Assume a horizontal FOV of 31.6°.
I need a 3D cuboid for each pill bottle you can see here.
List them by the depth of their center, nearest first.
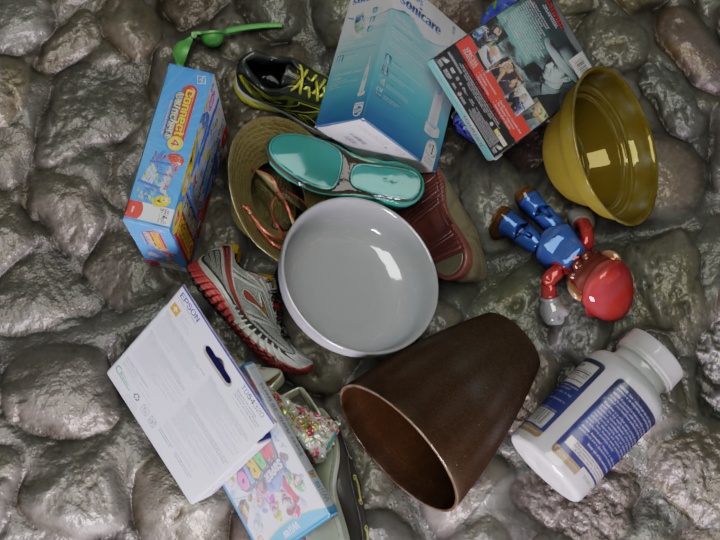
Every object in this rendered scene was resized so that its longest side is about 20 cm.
[{"bbox_3d":[0.283,0.166,1.503,0.200,0.111,0.111,-44,79,-9],"label":"pill bottle"}]

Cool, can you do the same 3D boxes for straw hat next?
[{"bbox_3d":[-0.115,-0.085,1.581,0.201,0.085,0.201,21,57,-36],"label":"straw hat"}]

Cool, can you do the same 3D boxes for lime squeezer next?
[{"bbox_3d":[-0.198,-0.286,1.664,0.200,0.038,0.071,-41,79,-10],"label":"lime squeezer"}]

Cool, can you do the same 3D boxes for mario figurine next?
[{"bbox_3d":[0.253,-0.008,1.581,0.200,0.106,0.123,45,116,21],"label":"mario figurine"}]

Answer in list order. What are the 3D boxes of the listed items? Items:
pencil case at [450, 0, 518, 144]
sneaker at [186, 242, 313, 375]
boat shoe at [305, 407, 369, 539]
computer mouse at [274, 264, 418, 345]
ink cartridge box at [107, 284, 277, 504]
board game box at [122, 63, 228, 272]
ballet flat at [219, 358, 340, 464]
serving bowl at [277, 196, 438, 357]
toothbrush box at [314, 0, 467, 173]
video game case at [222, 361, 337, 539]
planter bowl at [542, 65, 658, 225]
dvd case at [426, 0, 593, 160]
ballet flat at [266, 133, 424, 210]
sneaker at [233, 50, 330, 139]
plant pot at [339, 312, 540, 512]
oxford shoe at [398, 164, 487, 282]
[{"bbox_3d":[0.176,-0.253,1.630,0.087,0.078,0.200,15,76,7],"label":"pencil case"},{"bbox_3d":[-0.124,0.046,1.556,0.082,0.078,0.200,-40,79,-9],"label":"sneaker"},{"bbox_3d":[-0.033,0.262,1.507,0.072,0.061,0.201,-28,56,31],"label":"boat shoe"},{"bbox_3d":[0.000,0.000,1.582,0.200,0.046,0.140,23,78,6],"label":"computer mouse"},{"bbox_3d":[-0.190,0.143,1.487,0.043,0.200,0.196,-19,70,-51],"label":"ink cartridge box"},{"bbox_3d":[-0.219,-0.118,1.537,0.056,0.200,0.196,13,76,2],"label":"board game box"},{"bbox_3d":[-0.100,0.156,1.519,0.200,0.076,0.064,38,71,28],"label":"ballet flat"},{"bbox_3d":[-0.010,0.015,1.512,0.200,0.066,0.200,10,64,-20],"label":"serving bowl"},{"bbox_3d":[0.042,-0.237,1.578,0.085,0.146,0.200,-2,67,43],"label":"toothbrush box"},{"bbox_3d":[-0.119,0.224,1.489,0.018,0.143,0.200,-17,72,-48],"label":"video game case"},{"bbox_3d":[0.283,-0.145,1.576,0.083,0.200,0.200,-13,71,39],"label":"planter bowl"},{"bbox_3d":[0.193,-0.247,1.581,0.200,0.022,0.146,-38,100,-22],"label":"dvd case"},{"bbox_3d":[-0.021,-0.114,1.563,0.200,0.070,0.067,15,76,-1],"label":"ballet flat"},{"bbox_3d":[-0.070,-0.223,1.622,0.200,0.085,0.075,15,77,4],"label":"sneaker"},{"bbox_3d":[0.112,0.146,1.490,0.200,0.187,0.187,-39,78,-23],"label":"plant pot"},{"bbox_3d":[0.100,-0.066,1.598,0.070,0.075,0.200,-33,59,27],"label":"oxford shoe"}]
